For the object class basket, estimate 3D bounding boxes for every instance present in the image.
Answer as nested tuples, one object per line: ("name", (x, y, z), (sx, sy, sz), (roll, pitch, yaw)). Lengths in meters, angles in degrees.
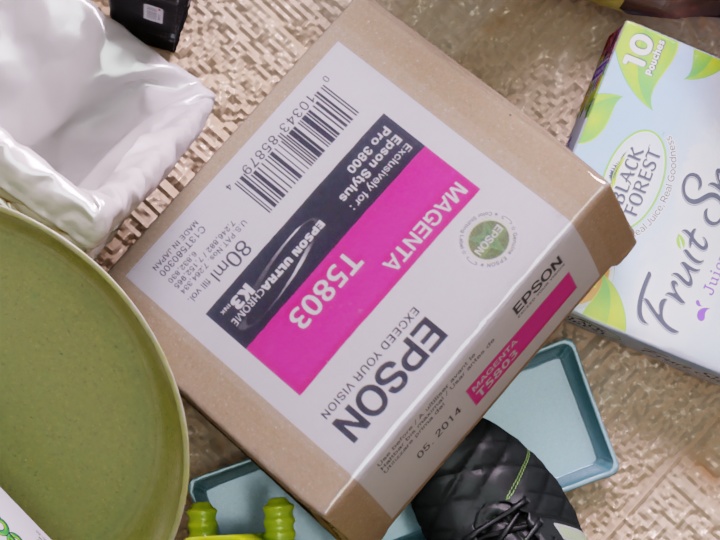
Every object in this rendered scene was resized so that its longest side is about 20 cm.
("basket", (-0.200, -0.051, 1.064), (0.200, 0.198, 0.161), (37, 110, -4))

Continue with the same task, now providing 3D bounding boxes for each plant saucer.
("plant saucer", (0.021, 0.099, 1.181), (0.199, 0.019, 0.070), (-20, 89, -7))
("plant saucer", (-0.160, 0.059, 0.976), (0.199, 0.031, 0.201), (4, 111, 11))

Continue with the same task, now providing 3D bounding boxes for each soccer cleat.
("soccer cleat", (0.088, 0.151, 1.140), (0.067, 0.081, 0.200), (-34, 98, -4))

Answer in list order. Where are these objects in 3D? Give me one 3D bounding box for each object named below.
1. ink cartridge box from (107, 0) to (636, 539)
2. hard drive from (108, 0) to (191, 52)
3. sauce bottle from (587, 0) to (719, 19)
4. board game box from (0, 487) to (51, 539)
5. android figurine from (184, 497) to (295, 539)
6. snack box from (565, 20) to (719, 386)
("ink cartridge box", (0.000, 0.000, 1.128), (0.165, 0.075, 0.200), (38, 83, 25))
("hard drive", (-0.073, -0.209, 1.131), (0.038, 0.140, 0.201), (17, 86, -4))
("sauce bottle", (0.127, -0.156, 1.183), (0.199, 0.066, 0.066), (20, 85, -4))
("board game box", (-0.222, 0.088, 0.964), (0.200, 0.035, 0.126), (46, 114, -5))
("android figurine", (-0.052, 0.203, 1.107), (0.181, 0.041, 0.201), (-10, 80, 36))
("snack box", (0.190, -0.015, 1.185), (0.199, 0.053, 0.143), (23, 84, -3))
